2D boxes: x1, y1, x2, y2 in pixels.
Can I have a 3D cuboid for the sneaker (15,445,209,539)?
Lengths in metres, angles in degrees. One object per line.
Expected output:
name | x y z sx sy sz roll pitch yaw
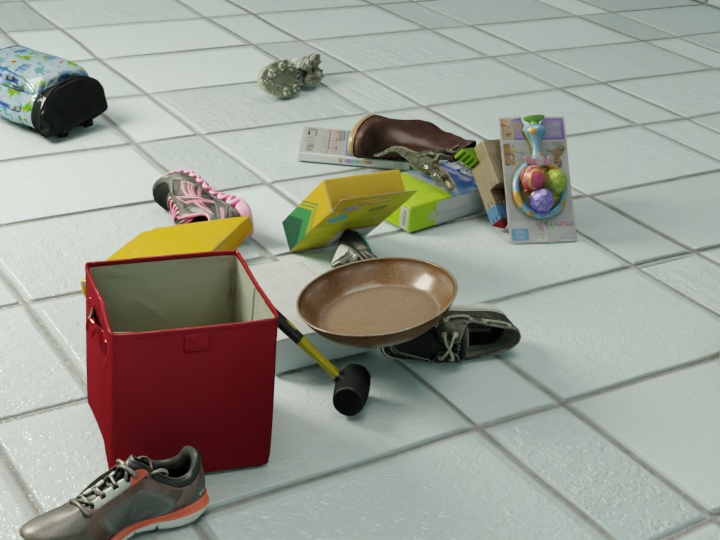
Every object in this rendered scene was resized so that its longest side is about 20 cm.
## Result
sneaker | -0.238 0.215 1.175 0.199 0.083 0.077 -16 32 -37

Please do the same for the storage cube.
storage cube | -0.194 0.100 1.310 0.198 0.182 0.171 -4 27 -21

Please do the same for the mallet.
mallet | -0.063 0.082 1.419 0.200 0.041 0.066 47 22 -3

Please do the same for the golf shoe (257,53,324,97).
golf shoe | -0.162 -0.392 2.482 0.096 0.079 0.199 1 14 33

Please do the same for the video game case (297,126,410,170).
video game case | -0.010 -0.220 2.193 0.197 0.018 0.144 5 25 0

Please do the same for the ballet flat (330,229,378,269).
ballet flat | 0.000 0.000 1.687 0.068 0.069 0.200 -16 31 -21

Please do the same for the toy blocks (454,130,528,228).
toy blocks | 0.262 -0.141 1.965 0.198 0.100 0.138 -8 71 -34

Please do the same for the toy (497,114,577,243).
toy | 0.282 -0.147 1.902 0.114 0.203 0.047 -2 -12 -15

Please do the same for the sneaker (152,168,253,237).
sneaker | -0.254 -0.088 1.825 0.199 0.080 0.095 23 42 35

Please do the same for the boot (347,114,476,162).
boot | 0.089 -0.221 2.107 0.165 0.073 0.199 18 24 30

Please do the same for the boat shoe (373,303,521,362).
boat shoe | 0.111 0.081 1.533 0.198 0.071 0.064 -7 27 -27

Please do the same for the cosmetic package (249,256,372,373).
cosmetic package | -0.092 0.053 1.574 0.149 0.052 0.200 -13 31 -29

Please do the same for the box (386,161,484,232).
box | 0.110 -0.122 1.978 0.199 0.048 0.121 -17 34 -39

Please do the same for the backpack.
backpack | -0.581 -0.323 2.182 0.198 0.155 0.163 8 29 38

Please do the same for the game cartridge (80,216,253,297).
game cartridge | -0.259 -0.019 1.662 0.174 0.033 0.200 -6 19 20

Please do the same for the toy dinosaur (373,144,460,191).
toy dinosaur | 0.110 -0.182 2.000 0.087 0.048 0.200 -17 27 -27

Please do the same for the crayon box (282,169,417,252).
crayon box | -0.018 -0.090 1.744 0.126 0.051 0.200 -9 -14 -28

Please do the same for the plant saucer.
plant saucer | 0.022 0.043 1.486 0.198 0.037 0.201 -7 26 4
